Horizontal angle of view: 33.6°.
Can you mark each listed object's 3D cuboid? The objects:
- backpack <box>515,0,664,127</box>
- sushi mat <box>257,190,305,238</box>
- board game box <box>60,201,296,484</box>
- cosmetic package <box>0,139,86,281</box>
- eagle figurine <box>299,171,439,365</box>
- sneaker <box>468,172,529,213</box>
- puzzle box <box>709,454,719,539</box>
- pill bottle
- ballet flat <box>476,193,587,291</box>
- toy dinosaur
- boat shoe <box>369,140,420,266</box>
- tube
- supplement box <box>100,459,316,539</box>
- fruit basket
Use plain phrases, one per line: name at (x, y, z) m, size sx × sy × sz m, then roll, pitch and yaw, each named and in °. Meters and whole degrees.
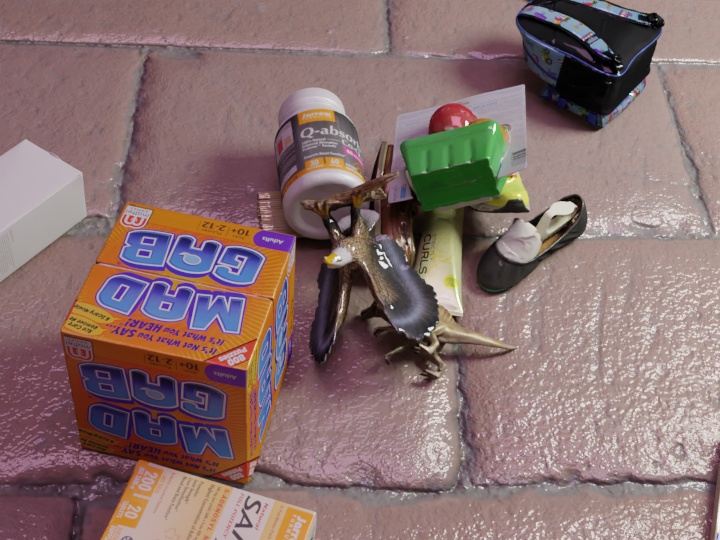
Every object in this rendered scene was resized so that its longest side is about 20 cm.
backpack at (0.333, -0.335, 1.815) m, size 0.199 × 0.135 × 0.183 m, roll 29°, pitch 51°, yaw 21°
sushi mat at (-0.041, -0.081, 1.620) m, size 0.198 × 0.012 × 0.096 m, roll -5°, pitch 48°, yaw -10°
board game box at (-0.192, 0.079, 1.320) m, size 0.198 × 0.201 × 0.201 m, roll 11°, pitch 46°, yaw 6°
cosmetic package at (-0.457, -0.068, 1.517) m, size 0.107 × 0.085 × 0.200 m, roll 31°, pitch 50°, yaw 22°
eagle figurine at (-0.005, 0.001, 1.438) m, size 0.150 × 0.151 × 0.202 m, roll -15°, pitch 88°, yaw -33°
sneaker at (0.178, -0.137, 1.599) m, size 0.077 × 0.091 × 0.200 m, roll 1°, pitch 23°, yaw -13°
puzzle box at (0.459, 0.271, 1.322) m, size 0.132 × 0.026 × 0.201 m, roll 15°, pitch 47°, yaw 9°
pill bottle at (-0.055, -0.147, 1.592) m, size 0.115 × 0.117 × 0.201 m, roll -3°, pitch 46°, yaw -8°
ballet flat at (0.227, -0.047, 1.574) m, size 0.068 × 0.069 × 0.199 m, roll 38°, pitch 54°, yaw 26°
toy dinosaur at (0.090, 0.078, 1.449) m, size 0.198 × 0.058 × 0.101 m, roll 15°, pitch 45°, yaw 9°
boat shoe at (0.044, -0.082, 1.580) m, size 0.067 × 0.072 × 0.201 m, roll 8°, pitch 58°, yaw -4°
tube at (0.105, -0.022, 1.555) m, size 0.058 × 0.052 × 0.201 m, roll -25°, pitch 39°, yaw 35°
supplement box at (-0.157, 0.286, 1.213) m, size 0.198 × 0.074 × 0.127 m, roll 14°, pitch 47°, yaw 8°
fruit basket at (0.129, -0.164, 1.558) m, size 0.184 × 0.094 × 0.201 m, roll -12°, pitch 32°, yaw 16°
